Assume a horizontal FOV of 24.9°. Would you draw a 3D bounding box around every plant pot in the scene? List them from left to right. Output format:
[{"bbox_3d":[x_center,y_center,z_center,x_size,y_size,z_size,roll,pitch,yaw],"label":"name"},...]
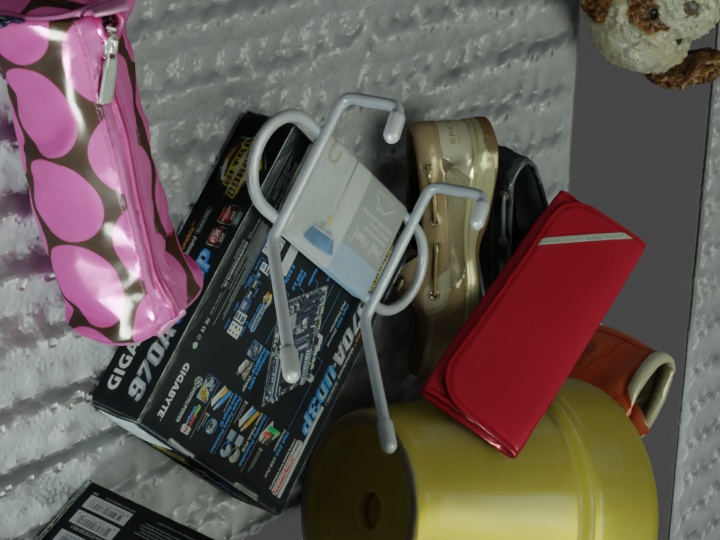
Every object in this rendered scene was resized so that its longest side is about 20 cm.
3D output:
[{"bbox_3d":[0.070,0.167,1.116,0.187,0.200,0.203,8,98,-38],"label":"plant pot"}]

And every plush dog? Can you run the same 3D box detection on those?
[{"bbox_3d":[0.235,-0.231,1.231,0.199,0.160,0.173,34,95,-34],"label":"plush dog"}]

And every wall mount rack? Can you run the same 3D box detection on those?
[{"bbox_3d":[0.000,0.000,0.967,0.200,0.074,0.175,40,71,-50],"label":"wall mount rack"}]

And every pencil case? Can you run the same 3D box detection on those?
[{"bbox_3d":[-0.133,-0.058,0.838,0.091,0.093,0.202,-39,132,-36],"label":"pencil case"}]

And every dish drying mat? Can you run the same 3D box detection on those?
[{"bbox_3d":[0.120,0.030,1.098,0.201,0.076,0.018,-52,174,-33],"label":"dish drying mat"}]

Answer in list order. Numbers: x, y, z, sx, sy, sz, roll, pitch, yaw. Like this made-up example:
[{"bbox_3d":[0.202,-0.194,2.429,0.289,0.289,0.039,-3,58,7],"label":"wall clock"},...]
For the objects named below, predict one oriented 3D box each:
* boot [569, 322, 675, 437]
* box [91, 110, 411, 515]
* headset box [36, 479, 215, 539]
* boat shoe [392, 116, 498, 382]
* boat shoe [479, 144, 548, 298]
[{"bbox_3d":[0.166,0.125,1.280,0.201,0.106,0.075,-52,140,-23],"label":"boot"},{"bbox_3d":[-0.060,0.029,1.002,0.159,0.046,0.202,42,70,-50],"label":"box"},{"bbox_3d":[-0.091,0.242,0.942,0.093,0.173,0.201,-49,138,-28],"label":"headset box"},{"bbox_3d":[0.046,-0.012,1.116,0.064,0.071,0.202,-1,117,-15],"label":"boat shoe"},{"bbox_3d":[0.119,-0.006,1.198,0.072,0.067,0.202,-42,133,-34],"label":"boat shoe"}]
